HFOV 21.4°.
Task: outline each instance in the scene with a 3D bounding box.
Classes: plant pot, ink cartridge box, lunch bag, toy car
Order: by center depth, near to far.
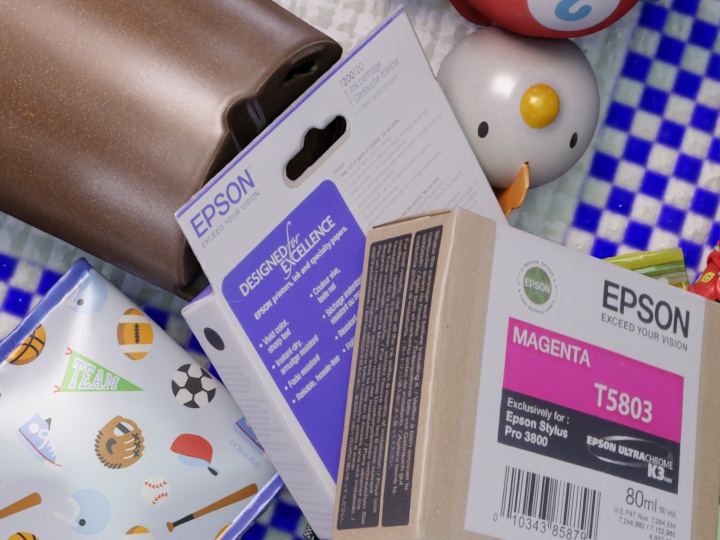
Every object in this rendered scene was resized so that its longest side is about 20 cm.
[{"bbox_3d":[0.091,0.075,0.952,0.199,0.075,0.166,17,72,-33],"label":"ink cartridge box"},{"bbox_3d":[0.000,0.000,0.971,0.198,0.043,0.201,-45,118,-37],"label":"ink cartridge box"},{"bbox_3d":[-0.124,-0.092,0.983,0.197,0.200,0.201,29,83,17],"label":"plant pot"},{"bbox_3d":[-0.157,0.127,1.016,0.170,0.124,0.200,40,76,3],"label":"lunch bag"},{"bbox_3d":[0.092,-0.116,1.037,0.182,0.177,0.202,3,95,-12],"label":"toy car"}]

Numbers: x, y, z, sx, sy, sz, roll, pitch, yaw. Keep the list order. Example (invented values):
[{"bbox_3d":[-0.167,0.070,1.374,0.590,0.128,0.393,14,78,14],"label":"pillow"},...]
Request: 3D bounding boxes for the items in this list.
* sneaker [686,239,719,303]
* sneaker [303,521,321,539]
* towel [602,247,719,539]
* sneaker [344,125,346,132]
[{"bbox_3d":[0.222,-0.006,1.063,0.084,0.077,0.202,-11,82,3],"label":"sneaker"},{"bbox_3d":[0.059,0.171,0.998,0.198,0.140,0.078,19,98,5],"label":"sneaker"},{"bbox_3d":[0.162,0.091,1.076,0.085,0.018,0.202,-12,83,-1],"label":"towel"},{"bbox_3d":[-0.014,-0.010,1.053,0.076,0.084,0.202,7,82,1],"label":"sneaker"}]
